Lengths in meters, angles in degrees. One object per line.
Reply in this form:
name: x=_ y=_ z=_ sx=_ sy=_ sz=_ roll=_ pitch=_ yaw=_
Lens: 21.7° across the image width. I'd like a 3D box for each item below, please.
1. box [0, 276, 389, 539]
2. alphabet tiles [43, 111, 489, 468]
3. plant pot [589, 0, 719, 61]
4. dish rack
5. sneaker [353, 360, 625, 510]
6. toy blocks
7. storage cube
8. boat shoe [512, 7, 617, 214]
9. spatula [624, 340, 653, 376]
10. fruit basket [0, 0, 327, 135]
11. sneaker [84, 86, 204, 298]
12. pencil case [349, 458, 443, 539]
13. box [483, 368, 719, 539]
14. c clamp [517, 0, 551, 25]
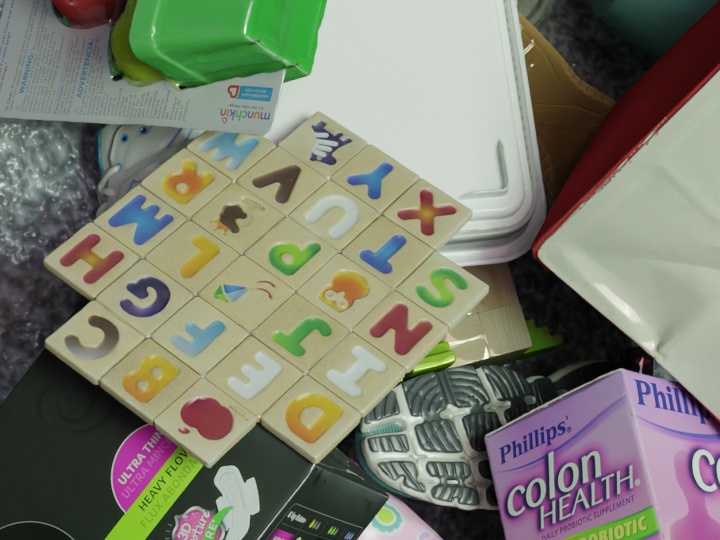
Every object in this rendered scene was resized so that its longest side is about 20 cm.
box: x=-0.112 y=0.134 z=0.909 sx=0.148 sy=0.124 sz=0.200 roll=38 pitch=90 yaw=22
alphabet tiles: x=-0.043 y=0.003 z=0.886 sx=0.166 sy=0.006 sz=0.200 roll=35 pitch=55 yaw=19
plant pot: x=0.220 y=-0.195 z=1.074 sx=0.160 sy=0.201 sz=0.202 roll=7 pitch=84 yaw=-8
dish rack: x=0.010 y=-0.100 z=0.991 sx=0.170 sy=0.044 sz=0.201 roll=-5 pitch=74 yaw=-9
sneaker: x=0.073 y=0.098 z=1.031 sx=0.199 sy=0.079 sz=0.078 roll=1 pitch=70 yaw=-40
toy blocks: x=0.000 y=0.000 z=1.035 sx=0.199 sy=0.100 sz=0.138 roll=-14 pitch=80 yaw=-13
storage cube: x=0.218 y=-0.042 z=0.940 sx=0.171 sy=0.200 sz=0.180 roll=42 pitch=34 yaw=-3
boat shoe: x=0.110 y=-0.077 z=1.085 sx=0.074 sy=0.069 sz=0.200 roll=-42 pitch=103 yaw=-8
spatula: x=0.164 y=0.031 z=1.123 sx=0.056 sy=0.021 sz=0.202 roll=3 pitch=86 yaw=-19
fruit basket: x=-0.103 y=-0.160 z=0.967 sx=0.094 sy=0.199 sz=0.187 roll=22 pitch=76 yaw=-49
sneaker: x=-0.118 y=-0.032 z=1.006 sx=0.086 sy=0.075 sz=0.200 roll=37 pitch=67 yaw=-7
pencil case: x=0.032 y=0.192 z=0.964 sx=0.087 sy=0.088 sz=0.200 roll=-35 pitch=70 yaw=-18
box: x=0.171 y=0.169 z=0.945 sx=0.175 sy=0.096 sz=0.201 roll=15 pitch=54 yaw=-43
c clamp: x=0.047 y=-0.236 z=1.095 sx=0.199 sy=0.027 sz=0.171 roll=35 pitch=76 yaw=-14
